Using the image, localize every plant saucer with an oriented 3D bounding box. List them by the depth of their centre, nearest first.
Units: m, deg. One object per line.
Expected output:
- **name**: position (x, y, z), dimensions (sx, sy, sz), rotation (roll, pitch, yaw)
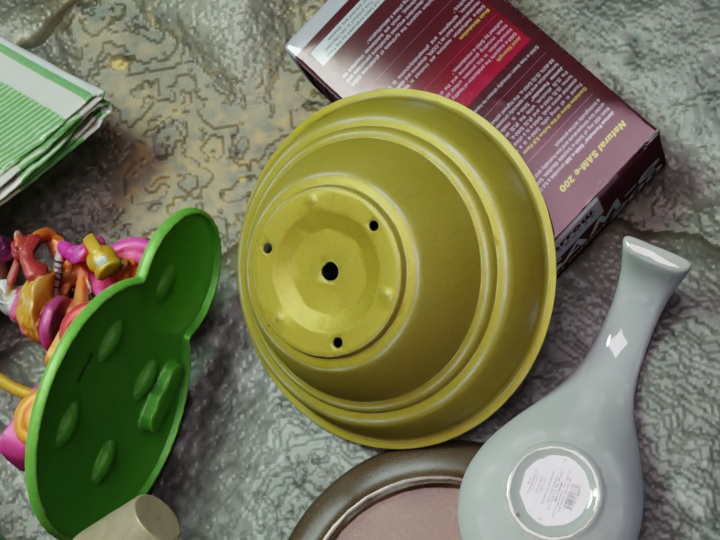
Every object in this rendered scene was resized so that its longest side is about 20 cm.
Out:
- **plant saucer**: position (0.043, 0.189, 1.244), dimensions (0.199, 0.032, 0.201), rotation (-3, 75, 11)

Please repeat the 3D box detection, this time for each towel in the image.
- **towel**: position (-0.254, -0.056, 1.325), dimensions (0.200, 0.023, 0.152), rotation (-44, 43, -16)

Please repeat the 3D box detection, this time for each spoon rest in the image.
- **spoon rest**: position (0.123, 0.084, 1.236), dimensions (0.099, 0.061, 0.201), rotation (24, 78, 9)

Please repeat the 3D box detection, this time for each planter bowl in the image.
- **planter bowl**: position (0.000, 0.000, 1.239), dimensions (0.199, 0.083, 0.202), rotation (1, 92, 26)

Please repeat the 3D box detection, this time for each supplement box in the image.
- **supplement box**: position (0.066, -0.095, 1.301), dimensions (0.109, 0.061, 0.200), rotation (-46, 70, -1)

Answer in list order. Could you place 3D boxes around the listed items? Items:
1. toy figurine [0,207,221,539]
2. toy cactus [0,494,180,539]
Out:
- **toy figurine**: position (-0.201, 0.032, 1.295), dimensions (0.183, 0.150, 0.201), rotation (17, 71, 26)
- **toy cactus**: position (-0.160, 0.182, 1.207), dimensions (0.200, 0.102, 0.165), rotation (37, 118, -15)
